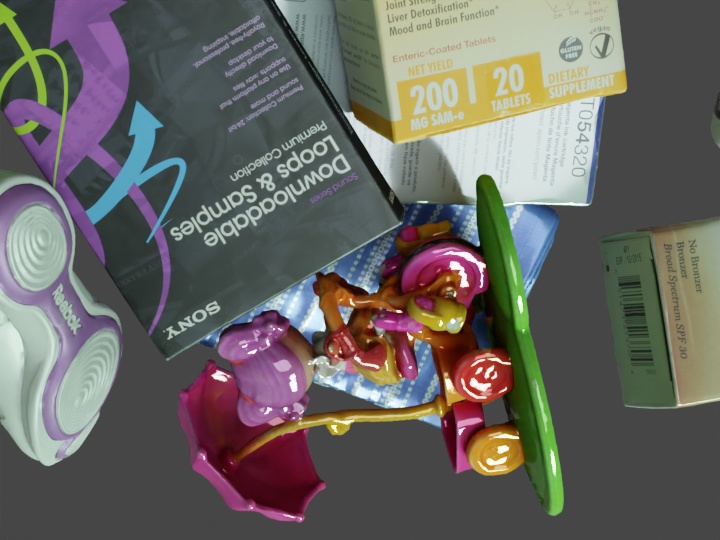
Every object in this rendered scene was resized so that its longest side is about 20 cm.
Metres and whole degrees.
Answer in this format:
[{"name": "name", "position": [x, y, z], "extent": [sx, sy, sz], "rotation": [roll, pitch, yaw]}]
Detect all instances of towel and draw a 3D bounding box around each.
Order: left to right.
[{"name": "towel", "position": [0.000, 0.000, 1.145], "extent": [0.200, 0.024, 0.145], "rotation": [20, 103, -23]}]

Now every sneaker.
[{"name": "sneaker", "position": [-0.182, 0.016, 1.076], "extent": [0.075, 0.100, 0.200], "rotation": [-47, 145, -34]}]

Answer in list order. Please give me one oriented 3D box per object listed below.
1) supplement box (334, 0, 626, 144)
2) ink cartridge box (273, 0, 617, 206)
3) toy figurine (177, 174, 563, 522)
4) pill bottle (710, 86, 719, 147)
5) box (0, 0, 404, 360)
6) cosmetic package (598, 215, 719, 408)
[{"name": "supplement box", "position": [0.049, -0.175, 1.015], "extent": [0.126, 0.074, 0.200], "rotation": [-14, 108, -13]}, {"name": "ink cartridge box", "position": [0.033, -0.133, 1.083], "extent": [0.200, 0.043, 0.197], "rotation": [1, 105, -18]}, {"name": "toy figurine", "position": [-0.005, 0.056, 1.079], "extent": [0.184, 0.150, 0.200], "rotation": [-13, 132, -2]}, {"name": "pill bottle", "position": [0.263, -0.151, 1.116], "extent": [0.112, 0.112, 0.200], "rotation": [6, 109, -19]}, {"name": "box", "position": [-0.089, -0.073, 1.036], "extent": [0.143, 0.036, 0.200], "rotation": [-31, 103, 10]}, {"name": "cosmetic package", "position": [0.246, 0.013, 1.177], "extent": [0.200, 0.087, 0.104], "rotation": [-10, 90, -14]}]
